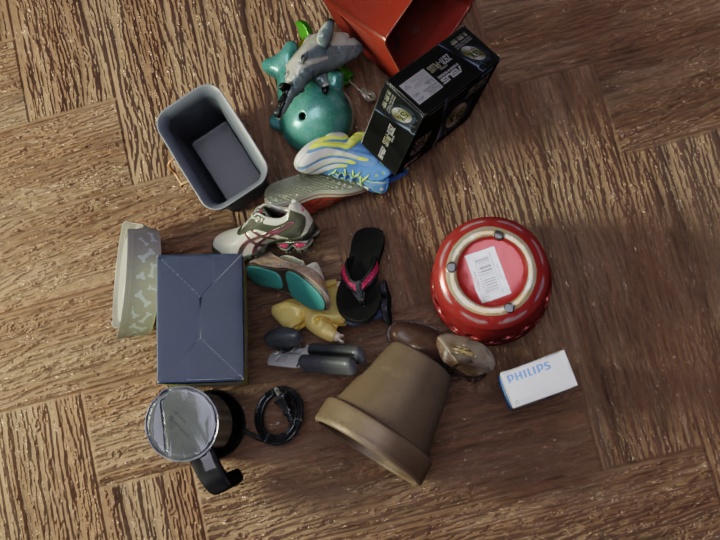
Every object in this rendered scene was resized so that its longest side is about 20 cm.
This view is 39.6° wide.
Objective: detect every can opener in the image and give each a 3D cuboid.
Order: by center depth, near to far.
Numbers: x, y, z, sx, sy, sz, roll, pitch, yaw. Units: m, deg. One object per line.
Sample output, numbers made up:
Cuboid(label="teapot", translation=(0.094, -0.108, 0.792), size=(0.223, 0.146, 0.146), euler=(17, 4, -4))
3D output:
Cuboid(label="can opener", translation=(-0.083, 0.130, 1.626), size=(0.200, 0.067, 0.053), euler=(-1, 39, 43))

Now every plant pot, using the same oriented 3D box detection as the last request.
Cuboid(label="plant pot", translation=(0.055, 0.215, 1.582), size=(0.200, 0.200, 0.175), euler=(31, 76, 10))
Cuboid(label="plant pot", translation=(0.211, 0.014, 1.597), size=(0.200, 0.183, 0.201), euler=(-1, 81, 4))
Cuboid(label="plant pot", translation=(0.049, -0.456, 1.688), size=(0.176, 0.200, 0.200), euler=(32, 86, 21))

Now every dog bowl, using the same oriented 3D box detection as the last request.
Cuboid(label="dog bowl", translation=(-0.371, 0.017, 1.660), size=(0.058, 0.200, 0.201), euler=(4, 81, -18))

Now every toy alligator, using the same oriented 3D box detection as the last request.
Cuboid(label="toy alligator", translation=(-0.054, -0.352, 1.750), size=(0.200, 0.059, 0.054), euler=(48, 132, 8))

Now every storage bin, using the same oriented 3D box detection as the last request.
Cuboid(label="storage bin", translation=(-0.244, -0.187, 1.701), size=(0.145, 0.134, 0.200), euler=(-33, 78, 1))

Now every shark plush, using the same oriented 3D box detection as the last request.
Cuboid(label="shark plush", translation=(-0.073, -0.327, 1.639), size=(0.083, 0.091, 0.200), euler=(43, 56, -17))

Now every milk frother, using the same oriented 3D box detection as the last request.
Cuboid(label="milk frother", translation=(-0.210, 0.238, 1.604), size=(0.180, 0.188, 0.200), euler=(44, 88, 10))

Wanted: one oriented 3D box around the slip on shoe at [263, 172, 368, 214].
Cuboid(label="slip on shoe", translation=(-0.067, -0.136, 1.715), size=(0.199, 0.061, 0.074), euler=(-17, 58, -9))

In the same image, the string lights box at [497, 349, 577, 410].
Cuboid(label="string lights box", translation=(0.271, 0.172, 1.553), size=(0.102, 0.200, 0.059), euler=(-20, 79, 4))

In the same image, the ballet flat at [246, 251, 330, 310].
Cuboid(label="ballet flat", translation=(-0.105, 0.008, 1.657), size=(0.200, 0.068, 0.067), euler=(23, 46, 39))

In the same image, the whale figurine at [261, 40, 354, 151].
Cuboid(label="whale figurine", translation=(-0.099, -0.292, 1.700), size=(0.159, 0.104, 0.200), euler=(-31, 87, 21))

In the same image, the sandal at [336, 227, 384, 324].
Cuboid(label="sandal", translation=(0.000, 0.000, 1.646), size=(0.075, 0.045, 0.201), euler=(0, 53, 10))

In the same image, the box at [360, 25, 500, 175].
Cuboid(label="box", translation=(0.112, -0.274, 1.623), size=(0.086, 0.164, 0.200), euler=(44, 59, 11))

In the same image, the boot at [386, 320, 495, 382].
Cuboid(label="boot", translation=(0.122, 0.118, 1.577), size=(0.186, 0.200, 0.064), euler=(22, 84, 8))

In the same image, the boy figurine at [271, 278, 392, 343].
Cuboid(label="boy figurine", translation=(-0.048, 0.071, 1.669), size=(0.199, 0.065, 0.125), euler=(-10, 54, 7))

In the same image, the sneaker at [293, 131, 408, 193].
Cuboid(label="sneaker", translation=(-0.006, -0.176, 1.663), size=(0.199, 0.076, 0.105), euler=(-16, 60, -22))

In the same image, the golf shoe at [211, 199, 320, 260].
Cuboid(label="golf shoe", translation=(-0.167, -0.072, 1.679), size=(0.199, 0.088, 0.077), euler=(-9, 36, 22))

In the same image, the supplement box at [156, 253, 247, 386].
Cuboid(label="supplement box", translation=(-0.251, 0.086, 1.616), size=(0.134, 0.200, 0.201), euler=(-1, 81, -5))
